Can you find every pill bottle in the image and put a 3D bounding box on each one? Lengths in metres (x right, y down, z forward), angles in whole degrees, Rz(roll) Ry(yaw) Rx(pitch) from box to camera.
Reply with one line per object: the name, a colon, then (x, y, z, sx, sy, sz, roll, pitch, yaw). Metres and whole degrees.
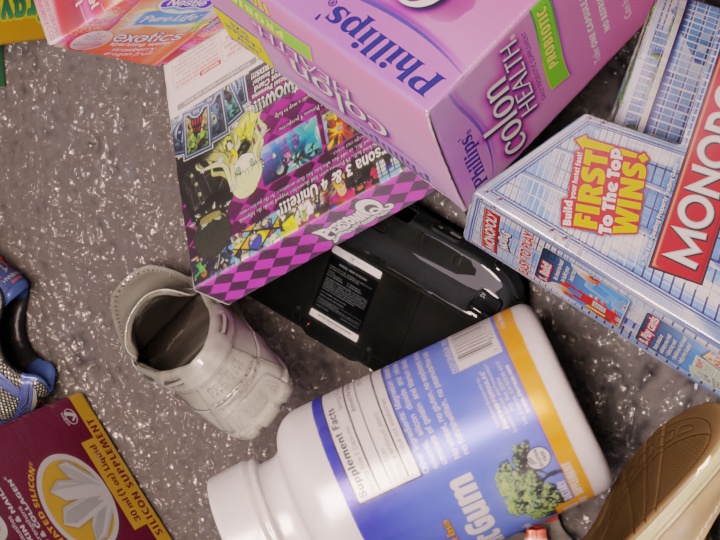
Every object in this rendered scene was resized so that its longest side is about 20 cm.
pill bottle: (0.024, 0.107, 1.152, 0.199, 0.112, 0.112, -26, 88, 4)

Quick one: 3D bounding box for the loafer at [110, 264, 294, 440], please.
loafer: (-0.102, 0.033, 1.219, 0.070, 0.070, 0.200, -52, 30, -5)

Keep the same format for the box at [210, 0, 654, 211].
box: (0.047, -0.166, 1.065, 0.176, 0.097, 0.200, 38, 79, 29)

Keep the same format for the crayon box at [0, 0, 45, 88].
crayon box: (-0.230, -0.199, 1.254, 0.051, 0.126, 0.201, 4, 102, 25)

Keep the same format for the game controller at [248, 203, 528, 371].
game controller: (0.000, 0.000, 1.234, 0.200, 0.042, 0.105, 31, 127, 19)

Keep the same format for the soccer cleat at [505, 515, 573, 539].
soccer cleat: (0.029, 0.171, 1.233, 0.199, 0.069, 0.078, 5, 105, 23)

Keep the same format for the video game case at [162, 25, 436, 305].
video game case: (-0.020, -0.102, 1.172, 0.200, 0.036, 0.182, -29, 55, 28)

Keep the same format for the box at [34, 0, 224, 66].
box: (-0.136, -0.226, 1.194, 0.094, 0.102, 0.201, -26, 73, 28)

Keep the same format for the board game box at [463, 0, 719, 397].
board game box: (0.159, -0.038, 0.998, 0.199, 0.062, 0.201, 19, 69, 4)

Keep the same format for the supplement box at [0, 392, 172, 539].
supplement box: (-0.219, 0.169, 1.281, 0.103, 0.200, 0.131, -35, 85, 28)

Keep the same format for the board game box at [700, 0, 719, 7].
board game box: (0.243, -0.077, 1.091, 0.200, 0.035, 0.136, 36, 114, 16)

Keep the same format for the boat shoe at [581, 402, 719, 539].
boat shoe: (0.156, 0.150, 1.126, 0.065, 0.072, 0.200, 25, 123, -8)

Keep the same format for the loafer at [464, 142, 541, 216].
loafer: (0.147, -0.009, 1.139, 0.200, 0.072, 0.073, 30, 87, 1)

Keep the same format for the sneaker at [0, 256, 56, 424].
sneaker: (-0.245, 0.005, 1.343, 0.078, 0.075, 0.201, -18, 100, 20)
